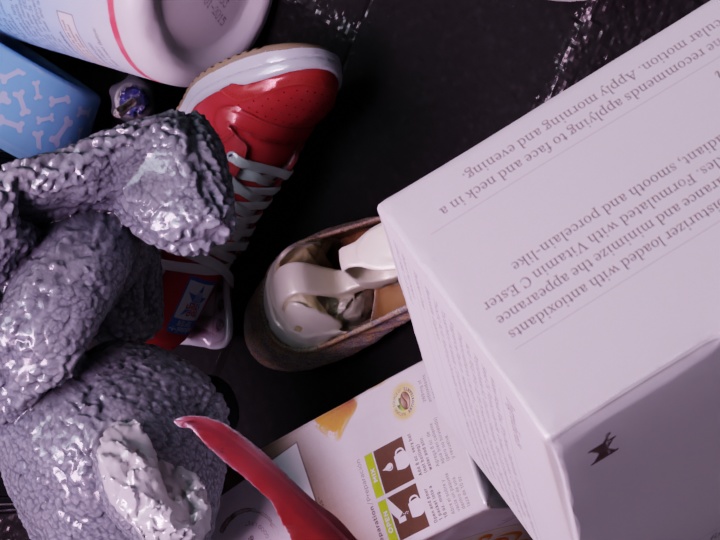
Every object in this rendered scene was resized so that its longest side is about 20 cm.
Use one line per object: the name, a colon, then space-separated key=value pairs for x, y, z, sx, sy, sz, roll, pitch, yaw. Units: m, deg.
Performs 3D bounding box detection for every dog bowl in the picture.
dog bowl: x=-0.222 y=-0.116 z=1.579 sx=0.200 sy=0.111 sz=0.050 roll=32 pitch=94 yaw=36

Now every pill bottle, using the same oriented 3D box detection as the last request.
pill bottle: x=-0.149 y=-0.169 z=1.518 sx=0.200 sy=0.109 sz=0.109 roll=18 pitch=98 yaw=39

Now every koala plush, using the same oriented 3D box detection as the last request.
koala plush: x=-0.130 y=0.060 z=1.323 sx=0.200 sy=0.184 sz=0.177 roll=66 pitch=155 yaw=11

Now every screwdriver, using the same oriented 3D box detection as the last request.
screwdriver: x=-0.115 y=-0.081 z=1.455 sx=0.028 sy=0.200 sz=0.029 roll=-34 pitch=100 yaw=2

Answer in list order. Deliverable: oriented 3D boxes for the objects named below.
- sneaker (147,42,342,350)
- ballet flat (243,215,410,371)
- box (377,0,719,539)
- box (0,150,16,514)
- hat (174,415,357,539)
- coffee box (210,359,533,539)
sneaker: x=-0.074 y=-0.029 z=1.461 sx=0.200 sy=0.071 sz=0.113 roll=-35 pitch=52 yaw=41
ballet flat: x=0.000 y=0.000 z=1.411 sx=0.200 sy=0.067 sz=0.068 roll=-24 pitch=71 yaw=36
box: x=0.134 y=0.013 z=1.169 sx=0.199 sy=0.200 sz=0.131 roll=-31 pitch=61 yaw=-7
box: x=-0.243 y=0.033 z=1.547 sx=0.043 sy=0.160 sz=0.200 roll=-17 pitch=76 yaw=44
hat: x=0.051 y=0.135 z=1.277 sx=0.165 sy=0.200 sz=0.176 roll=-24 pitch=69 yaw=12
coffee box: x=0.009 y=0.114 z=1.365 sx=0.200 sy=0.114 sz=0.080 roll=-30 pitch=68 yaw=33
